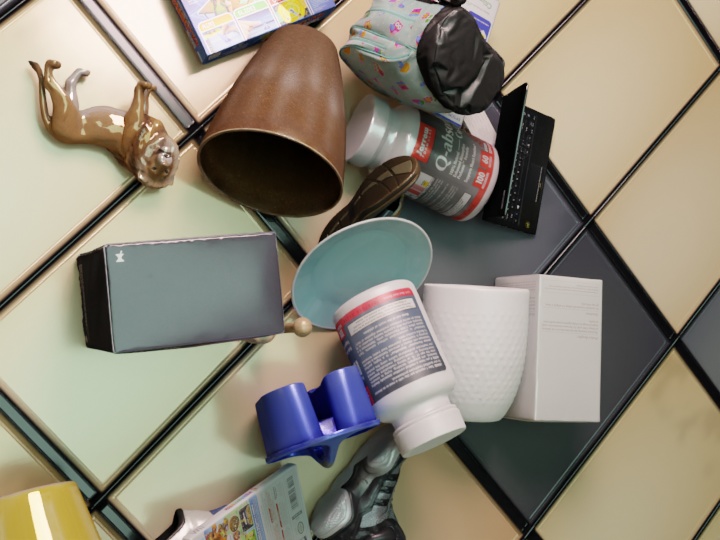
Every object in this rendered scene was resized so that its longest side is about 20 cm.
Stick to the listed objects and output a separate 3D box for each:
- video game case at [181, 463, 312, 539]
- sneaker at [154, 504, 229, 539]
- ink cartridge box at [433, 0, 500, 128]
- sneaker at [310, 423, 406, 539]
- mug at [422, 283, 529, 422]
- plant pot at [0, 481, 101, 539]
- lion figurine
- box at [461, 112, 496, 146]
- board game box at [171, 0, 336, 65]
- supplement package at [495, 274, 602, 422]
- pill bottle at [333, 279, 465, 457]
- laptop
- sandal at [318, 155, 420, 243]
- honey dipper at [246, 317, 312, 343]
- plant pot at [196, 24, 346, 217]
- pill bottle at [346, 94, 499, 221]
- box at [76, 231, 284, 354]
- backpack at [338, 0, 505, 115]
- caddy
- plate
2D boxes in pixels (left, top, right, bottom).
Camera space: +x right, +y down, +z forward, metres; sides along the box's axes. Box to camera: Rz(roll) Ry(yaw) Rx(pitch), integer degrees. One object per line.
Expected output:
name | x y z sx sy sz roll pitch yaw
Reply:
video game case | -0.131 0.346 1.206 0.199 0.018 0.146 -26 109 -52
sneaker | -0.222 0.381 1.196 0.113 0.080 0.203 13 75 -19
ink cartridge box | 0.124 -0.305 1.366 0.094 0.037 0.203 23 74 -19
sneaker | 0.030 0.300 1.314 0.114 0.075 0.200 46 76 -16
mug | 0.129 0.110 1.343 0.196 0.148 0.179 3 91 6
plant pot | -0.355 0.343 1.078 0.198 0.201 0.192 -10 76 -24
lion figurine | -0.313 -0.177 1.193 0.196 0.072 0.125 12 95 -9
box | 0.143 -0.240 1.413 0.041 0.039 0.202 -36 102 -23
board game box | -0.146 -0.367 1.280 0.198 0.034 0.137 -26 89 -23
supplement package | 0.266 0.113 1.406 0.115 0.117 0.204 5 84 -26
pill bottle | 0.053 0.126 1.251 0.118 0.120 0.202 -16 71 -24
laptop | 0.238 -0.150 1.376 0.198 0.102 0.181 12 89 -44
sandal | 0.017 -0.072 1.276 0.054 0.200 0.082 29 32 -23
honey dipper | -0.102 0.072 1.195 0.037 0.199 0.039 1 87 -23
plant pot | -0.093 -0.203 1.241 0.185 0.186 0.203 23 62 -21
pill bottle | 0.080 -0.155 1.337 0.197 0.115 0.118 22 79 -22
box | -0.215 0.027 1.147 0.197 0.198 0.126 -6 89 -24
backpack | 0.069 -0.281 1.243 0.127 0.199 0.167 -49 136 -11
caddy | -0.053 0.193 1.218 0.139 0.200 0.107 -15 79 -15
plate | 0.000 0.000 1.281 0.197 0.202 0.026 -4 45 -25
